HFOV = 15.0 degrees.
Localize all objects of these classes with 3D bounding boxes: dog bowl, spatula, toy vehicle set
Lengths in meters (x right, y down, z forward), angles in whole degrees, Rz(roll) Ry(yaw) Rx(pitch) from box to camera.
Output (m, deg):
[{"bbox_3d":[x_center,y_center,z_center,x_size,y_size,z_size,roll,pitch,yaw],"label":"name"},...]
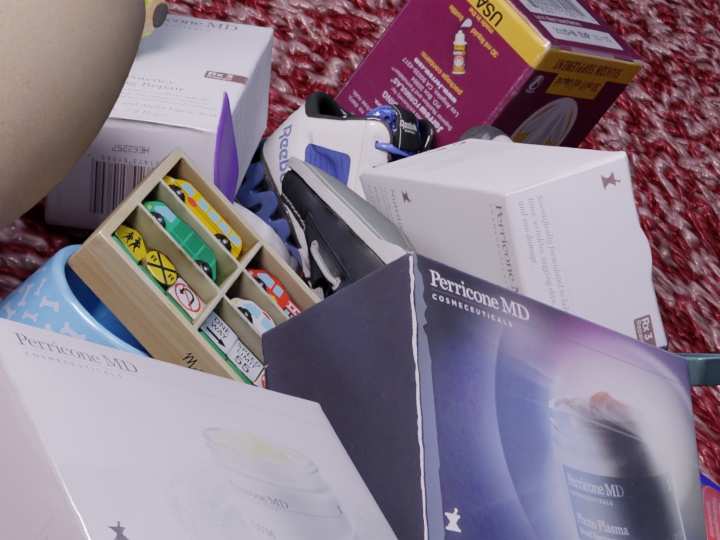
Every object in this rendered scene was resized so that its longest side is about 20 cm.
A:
[{"bbox_3d":[-0.105,0.035,1.430,0.112,0.050,0.200,48,24,24],"label":"dog bowl"},{"bbox_3d":[-0.050,-0.012,1.516,0.200,0.020,0.057,63,26,-42],"label":"spatula"},{"bbox_3d":[-0.054,0.038,1.400,0.200,0.026,0.124,48,27,-8],"label":"toy vehicle set"}]

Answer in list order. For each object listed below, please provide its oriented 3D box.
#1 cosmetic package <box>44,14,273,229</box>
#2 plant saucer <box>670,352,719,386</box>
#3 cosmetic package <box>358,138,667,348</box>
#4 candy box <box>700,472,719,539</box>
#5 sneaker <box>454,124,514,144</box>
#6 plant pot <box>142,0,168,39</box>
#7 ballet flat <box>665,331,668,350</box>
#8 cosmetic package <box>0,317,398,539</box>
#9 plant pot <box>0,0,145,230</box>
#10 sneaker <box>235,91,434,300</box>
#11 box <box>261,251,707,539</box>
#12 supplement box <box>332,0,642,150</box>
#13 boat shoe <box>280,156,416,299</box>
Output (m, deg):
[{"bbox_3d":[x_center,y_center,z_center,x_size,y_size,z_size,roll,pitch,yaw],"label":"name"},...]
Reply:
[{"bbox_3d":[-0.114,-0.087,1.581,0.101,0.074,0.200,7,24,3],"label":"cosmetic package"},{"bbox_3d":[0.132,0.054,1.540,0.199,0.019,0.070,1,1,43],"label":"plant saucer"},{"bbox_3d":[0.082,-0.008,1.515,0.081,0.113,0.200,-17,10,-19],"label":"cosmetic package"},{"bbox_3d":[0.221,0.209,1.554,0.200,0.077,0.169,37,21,-5],"label":"candy box"},{"bbox_3d":[0.119,-0.001,1.648,0.074,0.080,0.201,-40,109,-40],"label":"sneaker"},{"bbox_3d":[-0.202,-0.223,1.525,0.181,0.200,0.200,25,18,24],"label":"plant pot"},{"bbox_3d":[0.134,0.045,1.756,0.199,0.073,0.073,10,35,-49],"label":"ballet flat"},{"bbox_3d":[-0.081,0.143,1.159,0.199,0.123,0.200,17,28,-42],"label":"cosmetic package"},{"bbox_3d":[-0.216,-0.089,1.360,0.200,0.200,0.135,26,57,-28],"label":"plant pot"},{"bbox_3d":[0.007,-0.035,1.648,0.080,0.115,0.200,0,47,-55],"label":"sneaker"},{"bbox_3d":[0.063,0.123,1.323,0.199,0.123,0.199,20,54,-37],"label":"box"},{"bbox_3d":[0.062,-0.094,1.739,0.103,0.200,0.131,48,24,23],"label":"supplement box"},{"bbox_3d":[0.000,0.000,1.495,0.075,0.060,0.200,30,9,-34],"label":"boat shoe"}]
